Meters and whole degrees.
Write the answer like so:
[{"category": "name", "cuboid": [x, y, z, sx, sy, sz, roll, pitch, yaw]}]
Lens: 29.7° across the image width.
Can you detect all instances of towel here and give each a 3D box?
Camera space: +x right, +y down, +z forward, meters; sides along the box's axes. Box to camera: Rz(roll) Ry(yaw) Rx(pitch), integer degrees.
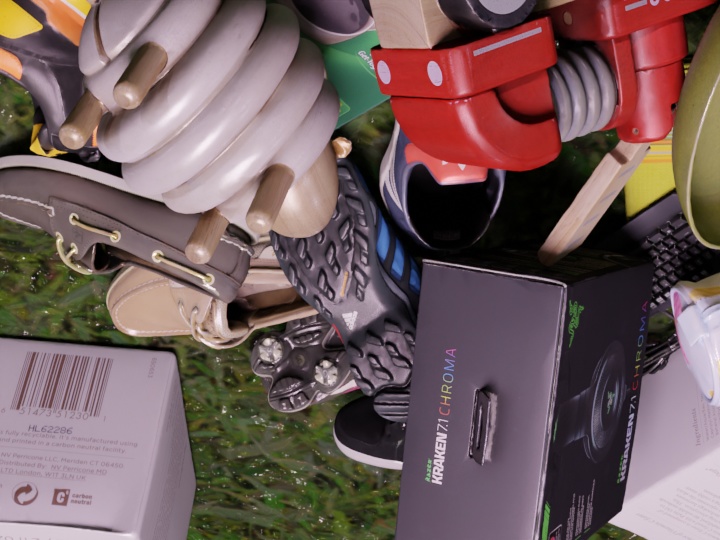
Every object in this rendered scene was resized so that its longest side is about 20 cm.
[{"category": "towel", "cuboid": [0.211, -0.057, 0.870, 0.085, 0.018, 0.201, 1, 140, 14]}]

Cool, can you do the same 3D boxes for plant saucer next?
[{"category": "plant saucer", "cuboid": [0.223, -0.107, 0.715, 0.031, 0.199, 0.201, 35, 152, 32]}]

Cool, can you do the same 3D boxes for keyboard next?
[{"category": "keyboard", "cuboid": [0.198, 0.024, 0.944, 0.126, 0.021, 0.200, 29, 140, -19]}]

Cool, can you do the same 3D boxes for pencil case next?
[{"category": "pencil case", "cuboid": [0.296, 0.020, 0.854, 0.197, 0.084, 0.091, -18, 168, 3]}]

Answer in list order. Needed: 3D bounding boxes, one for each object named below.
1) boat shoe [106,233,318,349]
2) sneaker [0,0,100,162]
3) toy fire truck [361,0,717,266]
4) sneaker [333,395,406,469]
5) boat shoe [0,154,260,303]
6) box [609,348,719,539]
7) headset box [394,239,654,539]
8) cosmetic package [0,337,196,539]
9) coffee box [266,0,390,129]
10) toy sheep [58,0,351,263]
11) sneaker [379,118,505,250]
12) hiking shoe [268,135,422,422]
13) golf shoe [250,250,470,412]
[{"category": "boat shoe", "cuboid": [-0.099, 0.017, 0.953, 0.197, 0.066, 0.072, -14, 135, 24]}, {"category": "sneaker", "cuboid": [-0.149, -0.092, 0.802, 0.090, 0.070, 0.200, -49, 121, -3]}, {"category": "toy fire truck", "cuboid": [0.096, -0.085, 0.694, 0.174, 0.128, 0.203, -22, 108, -26]}, {"category": "sneaker", "cuboid": [0.067, 0.087, 1.007, 0.197, 0.074, 0.113, -3, 137, 14]}, {"category": "boat shoe", "cuboid": [-0.163, -0.027, 0.884, 0.199, 0.061, 0.072, 12, 165, 15]}, {"category": "box", "cuboid": [0.293, 0.124, 0.995, 0.151, 0.107, 0.200, 27, 135, -23]}, {"category": "headset box", "cuboid": [0.102, 0.078, 0.836, 0.092, 0.177, 0.199, 10, -172, 26]}, {"category": "cosmetic package", "cuboid": [-0.230, 0.182, 1.082, 0.165, 0.168, 0.201, 3, 140, 3]}, {"category": "coffee box", "cuboid": [-0.010, -0.151, 0.766, 0.199, 0.044, 0.123, -27, 130, 33]}, {"category": "toy sheep", "cuboid": [-0.084, -0.093, 0.710, 0.137, 0.139, 0.200, -26, 120, 32]}, {"category": "sneaker", "cuboid": [0.050, -0.041, 0.826, 0.074, 0.086, 0.201, -6, 156, 1]}, {"category": "hiking shoe", "cuboid": [0.000, 0.000, 0.883, 0.074, 0.087, 0.202, -23, 93, 19]}, {"category": "golf shoe", "cuboid": [0.019, 0.040, 0.975, 0.197, 0.078, 0.088, -20, 170, 11]}]
